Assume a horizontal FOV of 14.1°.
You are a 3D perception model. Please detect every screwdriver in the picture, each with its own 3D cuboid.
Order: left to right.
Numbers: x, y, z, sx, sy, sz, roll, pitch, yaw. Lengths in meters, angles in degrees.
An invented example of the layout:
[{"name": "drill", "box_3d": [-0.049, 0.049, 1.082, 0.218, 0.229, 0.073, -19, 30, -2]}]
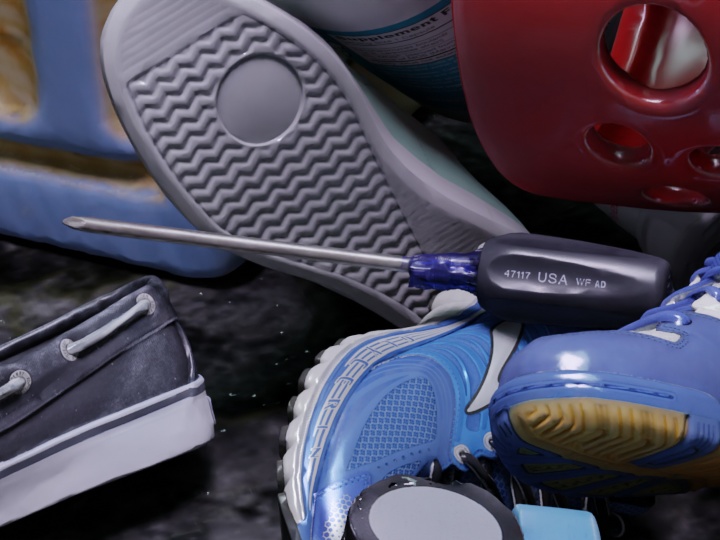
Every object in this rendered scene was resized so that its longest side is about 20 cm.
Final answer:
[{"name": "screwdriver", "box_3d": [0.000, 0.000, 0.917, 0.200, 0.029, 0.028, 2, 23, 16]}]

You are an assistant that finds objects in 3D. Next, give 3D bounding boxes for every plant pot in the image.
[{"name": "plant pot", "box_3d": [0.144, -0.113, 0.923, 0.182, 0.201, 0.200, 8, 31, 25]}]

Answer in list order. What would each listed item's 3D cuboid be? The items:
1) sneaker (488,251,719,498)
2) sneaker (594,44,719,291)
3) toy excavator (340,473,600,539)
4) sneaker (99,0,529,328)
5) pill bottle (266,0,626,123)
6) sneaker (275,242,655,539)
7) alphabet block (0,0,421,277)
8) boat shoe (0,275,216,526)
[{"name": "sneaker", "box_3d": [0.112, 0.021, 0.871, 0.200, 0.088, 0.075, 4, -13, -42]}, {"name": "sneaker", "box_3d": [0.155, -0.076, 1.071, 0.200, 0.078, 0.099, -32, 60, -32]}, {"name": "toy excavator", "box_3d": [0.086, 0.117, 0.783, 0.200, 0.100, 0.195, 9, 28, -5]}, {"name": "sneaker", "box_3d": [-0.029, -0.044, 1.000, 0.074, 0.200, 0.118, -50, 34, 3]}, {"name": "pill bottle", "box_3d": [0.017, -0.125, 1.001, 0.111, 0.111, 0.200, 12, -7, 26]}, {"name": "sneaker", "box_3d": [0.043, 0.051, 0.900, 0.089, 0.079, 0.200, 10, 32, 29]}, {"name": "alphabet block", "box_3d": [-0.086, -0.137, 1.134, 0.196, 0.196, 0.200, 14, 33, 26]}, {"name": "boat shoe", "box_3d": [-0.136, 0.051, 0.907, 0.200, 0.068, 0.072, -20, 8, -33]}]
